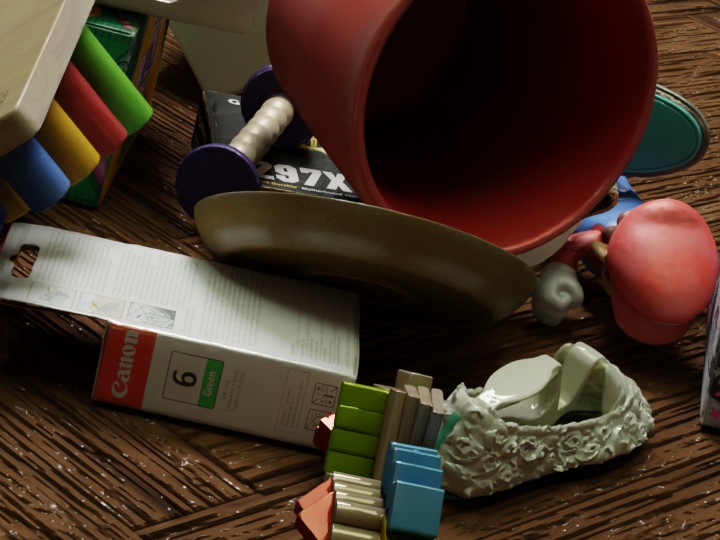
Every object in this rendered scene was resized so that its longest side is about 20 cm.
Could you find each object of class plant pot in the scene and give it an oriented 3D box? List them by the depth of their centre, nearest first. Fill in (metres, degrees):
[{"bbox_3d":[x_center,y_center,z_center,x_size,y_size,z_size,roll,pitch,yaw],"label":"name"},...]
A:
[{"bbox_3d":[0.000,0.000,1.205,0.199,0.028,0.200,12,-12,3],"label":"plant pot"},{"bbox_3d":[0.044,-0.125,1.248,0.200,0.201,0.177,1,21,-30],"label":"plant pot"}]

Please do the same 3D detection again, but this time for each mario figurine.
[{"bbox_3d":[0.169,0.001,1.381,0.106,0.123,0.200,47,3,-21],"label":"mario figurine"}]

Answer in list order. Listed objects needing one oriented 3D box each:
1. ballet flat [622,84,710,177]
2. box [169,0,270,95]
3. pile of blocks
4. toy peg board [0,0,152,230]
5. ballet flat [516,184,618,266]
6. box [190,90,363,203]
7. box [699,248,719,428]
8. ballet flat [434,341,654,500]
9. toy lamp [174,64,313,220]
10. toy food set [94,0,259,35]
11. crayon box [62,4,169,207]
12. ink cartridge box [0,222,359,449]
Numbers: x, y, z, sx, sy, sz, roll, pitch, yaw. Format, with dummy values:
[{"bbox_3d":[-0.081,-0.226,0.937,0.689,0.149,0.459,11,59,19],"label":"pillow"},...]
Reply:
[{"bbox_3d":[0.136,-0.102,1.421,0.199,0.068,0.064,4,14,17],"label":"ballet flat"},{"bbox_3d":[-0.034,-0.221,1.568,0.199,0.109,0.128,-23,11,23],"label":"box"},{"bbox_3d":[0.002,0.099,1.020,0.062,0.082,0.200,12,23,-7],"label":"pile of blocks"},{"bbox_3d":[-0.210,-0.055,1.151,0.098,0.200,0.199,51,24,-25],"label":"toy peg board"},{"bbox_3d":[0.069,-0.025,1.310,0.199,0.068,0.075,-23,55,-11],"label":"ballet flat"},{"bbox_3d":[-0.007,-0.055,1.416,0.199,0.050,0.160,9,25,-12],"label":"box"},{"bbox_3d":[0.276,0.014,1.318,0.114,0.133,0.200,13,22,7],"label":"box"},{"bbox_3d":[0.105,0.075,1.163,0.072,0.072,0.200,29,26,30],"label":"ballet flat"},{"bbox_3d":[-0.061,-0.085,1.320,0.058,0.058,0.200,16,25,4],"label":"toy lamp"},{"bbox_3d":[-0.142,-0.218,1.383,0.143,0.061,0.200,10,24,-12],"label":"toy food set"},{"bbox_3d":[-0.170,-0.135,1.408,0.058,0.119,0.200,15,23,-2],"label":"crayon box"},{"bbox_3d":[-0.102,0.034,1.152,0.199,0.051,0.109,12,23,-4],"label":"ink cartridge box"}]
